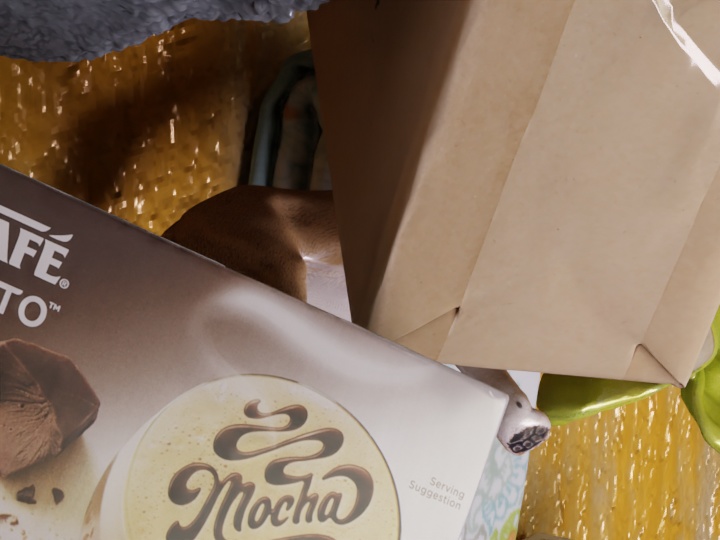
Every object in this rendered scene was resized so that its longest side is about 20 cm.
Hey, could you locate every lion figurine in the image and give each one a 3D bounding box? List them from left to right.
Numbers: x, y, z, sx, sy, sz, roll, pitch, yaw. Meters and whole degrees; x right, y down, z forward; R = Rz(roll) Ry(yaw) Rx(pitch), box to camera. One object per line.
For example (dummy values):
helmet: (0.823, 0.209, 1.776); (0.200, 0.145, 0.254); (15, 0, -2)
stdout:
lion figurine: (0.000, 0.000, 0.897); (0.200, 0.123, 0.073); (3, 133, -35)

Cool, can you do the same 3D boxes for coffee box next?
coffee box: (-0.077, 0.047, 0.754); (0.200, 0.080, 0.113); (26, 76, -18)

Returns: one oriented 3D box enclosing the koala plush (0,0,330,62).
koala plush: (-0.049, -0.185, 0.778); (0.177, 0.183, 0.201); (53, 42, -51)

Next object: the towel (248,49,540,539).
towel: (0.013, 0.027, 1.034); (0.171, 0.048, 0.201); (6, 93, -62)

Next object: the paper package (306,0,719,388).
paper package: (0.055, -0.096, 0.836); (0.200, 0.103, 0.191); (-98, -161, -49)

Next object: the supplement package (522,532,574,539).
supplement package: (0.067, 0.190, 1.093); (0.200, 0.117, 0.117); (-21, 116, -55)

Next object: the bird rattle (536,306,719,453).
bird rattle: (0.125, -0.029, 1.105); (0.163, 0.112, 0.201); (9, 86, -72)
